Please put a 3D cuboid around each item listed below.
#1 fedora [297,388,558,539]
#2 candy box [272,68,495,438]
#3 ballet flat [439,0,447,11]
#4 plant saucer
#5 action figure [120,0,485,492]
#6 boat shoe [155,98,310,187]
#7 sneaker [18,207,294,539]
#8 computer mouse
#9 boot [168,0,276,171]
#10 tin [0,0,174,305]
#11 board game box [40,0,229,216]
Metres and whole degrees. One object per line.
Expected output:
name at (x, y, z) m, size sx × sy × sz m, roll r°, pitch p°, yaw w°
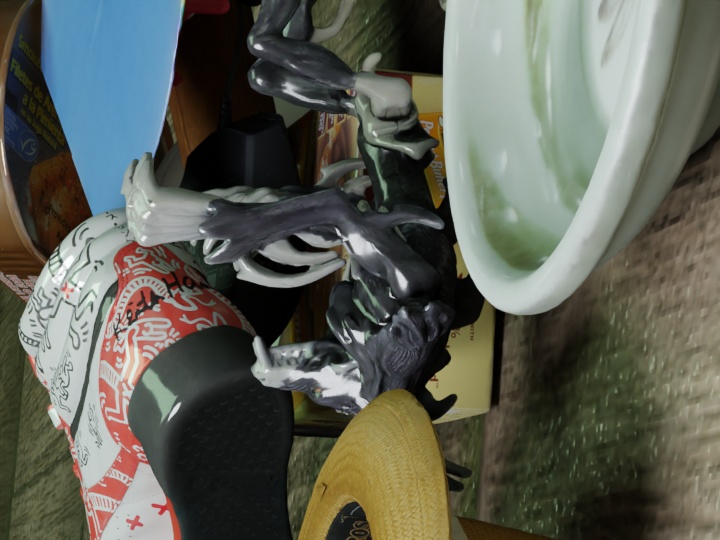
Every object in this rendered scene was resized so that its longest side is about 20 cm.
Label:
fedora at (0.027, 0.134, 0.748) m, size 0.201 × 0.082 × 0.201 m, roll -175°, pitch 90°, yaw -78°
candy box at (0.000, 0.000, 0.989) m, size 0.200 × 0.055 × 0.116 m, roll 156°, pitch 118°, yaw -75°
ballet flat at (0.033, -0.143, 0.896) m, size 0.068 × 0.062 × 0.200 m, roll 102°, pitch 168°, yaw -57°
plant saucer at (0.071, -0.086, 0.732) m, size 0.200 × 0.050 × 0.201 m, roll -174°, pitch 90°, yaw -78°
action figure at (-0.017, -0.026, 0.834) m, size 0.119 × 0.102 × 0.201 m, roll 60°, pitch -159°, yaw -78°
boat shoe at (-0.055, -0.005, 1.145) m, size 0.200 × 0.072 × 0.063 m, roll -65°, pitch -34°, yaw -41°
sneaker at (-0.071, 0.072, 0.927) m, size 0.108 × 0.067 × 0.202 m, roll 52°, pitch 150°, yaw 38°
computer mouse at (-0.038, -0.063, 0.966) m, size 0.059 × 0.034 × 0.201 m, roll -14°, pitch 70°, yaw 56°
boot at (-0.067, -0.098, 1.093) m, size 0.188 × 0.068 × 0.201 m, roll 131°, pitch 127°, yaw -66°
tin at (-0.123, -0.041, 1.106) m, size 0.200 × 0.042 × 0.112 m, roll 53°, pitch -137°, yaw -63°
board game box at (-0.072, -0.108, 0.951) m, size 0.200 × 0.039 × 0.158 m, roll -117°, pitch 36°, yaw -53°
